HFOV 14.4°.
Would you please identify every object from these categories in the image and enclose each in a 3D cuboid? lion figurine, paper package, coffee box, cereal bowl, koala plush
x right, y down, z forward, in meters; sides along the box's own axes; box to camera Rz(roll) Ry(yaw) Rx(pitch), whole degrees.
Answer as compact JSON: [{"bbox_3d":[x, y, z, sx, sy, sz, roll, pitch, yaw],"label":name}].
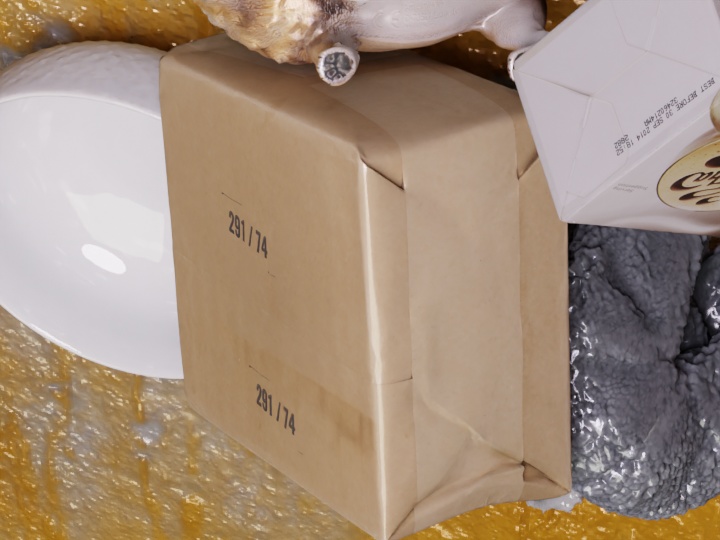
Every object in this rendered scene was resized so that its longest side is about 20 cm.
[{"bbox_3d":[0.025,-0.120,1.245,0.199,0.122,0.073,5,103,-13],"label":"lion figurine"},{"bbox_3d":[0.000,0.000,1.280,0.200,0.103,0.191,26,125,55],"label":"paper package"},{"bbox_3d":[0.180,-0.072,1.196,0.200,0.080,0.113,5,149,-39],"label":"coffee box"},{"bbox_3d":[-0.110,-0.041,1.446,0.199,0.083,0.200,14,137,13],"label":"cereal bowl"},{"bbox_3d":[0.098,0.043,1.383,0.177,0.184,0.200,45,147,-21],"label":"koala plush"}]
